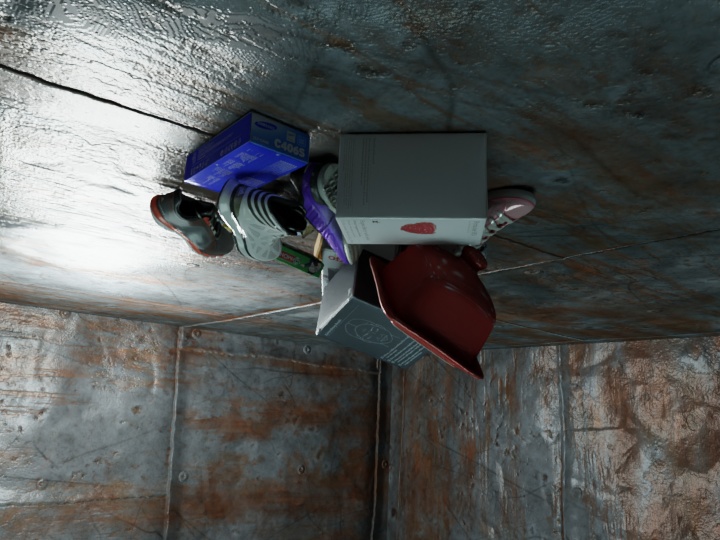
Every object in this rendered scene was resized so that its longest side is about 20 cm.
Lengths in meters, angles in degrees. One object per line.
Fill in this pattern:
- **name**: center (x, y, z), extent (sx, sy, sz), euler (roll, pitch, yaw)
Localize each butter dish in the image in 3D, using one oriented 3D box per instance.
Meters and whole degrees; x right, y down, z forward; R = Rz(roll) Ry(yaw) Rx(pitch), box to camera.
- **butter dish**: center (0.129, 0.028, 0.893), extent (0.199, 0.148, 0.200), euler (35, -162, -20)

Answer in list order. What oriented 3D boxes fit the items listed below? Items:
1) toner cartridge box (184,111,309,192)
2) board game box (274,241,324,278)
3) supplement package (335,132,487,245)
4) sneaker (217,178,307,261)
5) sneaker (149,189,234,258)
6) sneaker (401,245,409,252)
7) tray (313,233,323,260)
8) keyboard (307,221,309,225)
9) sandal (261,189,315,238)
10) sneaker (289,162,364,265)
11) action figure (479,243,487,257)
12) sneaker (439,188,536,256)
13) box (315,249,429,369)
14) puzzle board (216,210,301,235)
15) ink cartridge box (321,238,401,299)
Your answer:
- **toner cartridge box**: center (-0.165, -0.157, 0.842), extent (0.094, 0.044, 0.198), euler (12, 164, -39)
- **board game box**: center (-0.142, -0.034, 1.111), extent (0.132, 0.030, 0.200), euler (23, -179, -11)
- **supplement package**: center (0.072, -0.109, 0.823), extent (0.195, 0.123, 0.121), euler (1, 166, 8)
- **sneaker**: center (-0.131, -0.056, 0.901), extent (0.113, 0.077, 0.201), euler (17, 161, 17)
- **sneaker**: center (-0.288, -0.085, 1.093), extent (0.081, 0.079, 0.199), euler (-22, 152, 23)
- **sneaker**: center (0.074, -0.037, 1.198), extent (0.074, 0.090, 0.200), euler (0, 166, 12)
- **tray**: center (-0.042, -0.059, 1.248), extent (0.096, 0.038, 0.200), euler (5, 166, -8)
- **keyboard**: center (-0.143, -0.079, 1.013), extent (0.056, 0.011, 0.199), euler (33, 164, -19)
- **sandal**: center (-0.110, -0.092, 1.045), extent (0.207, 0.071, 0.078), euler (5, 167, -11)
- **sneaker**: center (-0.055, -0.094, 0.948), extent (0.098, 0.070, 0.202), euler (11, 143, 29)
- **action figure**: center (0.194, -0.039, 1.223), extent (0.127, 0.071, 0.200), euler (-9, 168, 15)
- **sneaker**: center (0.203, -0.068, 1.006), extent (0.197, 0.107, 0.075), euler (-9, 160, 39)
- **box**: center (0.042, 0.074, 1.072), extent (0.197, 0.109, 0.148), euler (24, 140, -20)
- **puzzle board**: center (-0.225, -0.090, 1.197), extent (0.196, 0.018, 0.151), euler (-2, 166, 17)
- **ink cartridge box**: center (0.000, 0.000, 1.146), extent (0.142, 0.086, 0.202), euler (9, 140, 4)
